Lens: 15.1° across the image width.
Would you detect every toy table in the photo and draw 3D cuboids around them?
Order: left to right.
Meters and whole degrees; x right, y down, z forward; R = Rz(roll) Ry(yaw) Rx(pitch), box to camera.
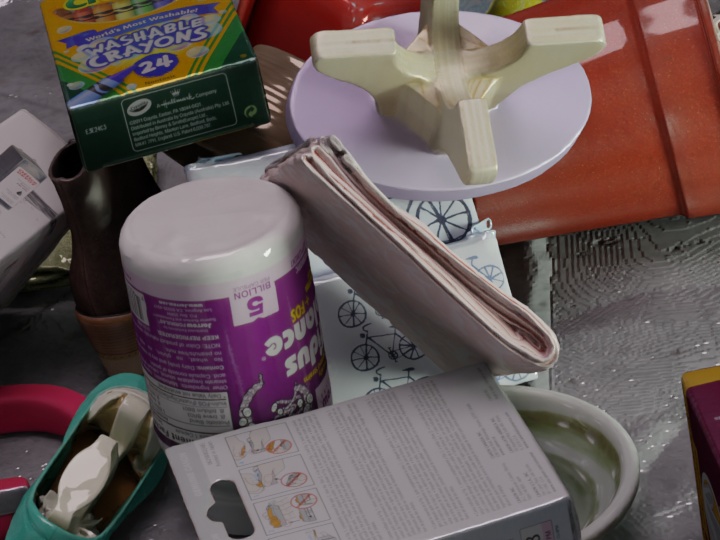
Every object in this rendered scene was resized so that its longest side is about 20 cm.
[{"bbox_3d":[0.057,-0.126,1.726,0.199,0.117,0.184,-16,73,-14],"label":"toy table"}]

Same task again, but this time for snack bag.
[{"bbox_3d":[0.000,0.000,1.751,0.188,0.201,0.021,-14,-11,-10],"label":"snack bag"}]

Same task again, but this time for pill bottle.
[{"bbox_3d":[-0.075,0.054,1.631,0.112,0.201,0.112,-7,29,4],"label":"pill bottle"}]

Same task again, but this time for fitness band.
[{"bbox_3d":[-0.259,0.126,1.731,0.199,0.038,0.144,-9,26,-1],"label":"fitness band"}]

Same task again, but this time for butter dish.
[{"bbox_3d":[0.001,-0.152,1.990,0.148,0.201,0.199,32,30,25],"label":"butter dish"}]

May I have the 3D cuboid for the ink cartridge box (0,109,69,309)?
[{"bbox_3d":[-0.274,-0.008,1.815,0.085,0.146,0.200,43,27,1],"label":"ink cartridge box"}]

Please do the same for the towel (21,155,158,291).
[{"bbox_3d":[-0.225,-0.042,2.014,0.148,0.037,0.200,-4,29,7],"label":"towel"}]

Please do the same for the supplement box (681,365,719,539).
[{"bbox_3d":[0.246,0.147,1.451,0.103,0.131,0.200,-12,28,-2],"label":"supplement box"}]

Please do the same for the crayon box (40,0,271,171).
[{"bbox_3d":[-0.142,-0.147,1.811,0.125,0.052,0.200,-16,31,-5],"label":"crayon box"}]

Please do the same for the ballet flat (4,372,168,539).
[{"bbox_3d":[-0.154,0.117,1.662,0.067,0.070,0.200,33,41,-3],"label":"ballet flat"}]

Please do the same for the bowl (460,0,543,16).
[{"bbox_3d":[0.082,-0.220,2.147,0.108,0.201,0.200,24,4,-41],"label":"bowl"}]

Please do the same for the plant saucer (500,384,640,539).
[{"bbox_3d":[0.066,0.139,1.596,0.199,0.050,0.200,-6,30,4],"label":"plant saucer"}]

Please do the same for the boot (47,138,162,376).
[{"bbox_3d":[-0.141,-0.041,1.851,0.072,0.167,0.200,1,31,23],"label":"boot"}]

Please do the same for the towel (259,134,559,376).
[{"bbox_3d":[0.023,-0.005,1.629,0.032,0.191,0.200,-49,6,-10],"label":"towel"}]

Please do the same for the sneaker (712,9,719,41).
[{"bbox_3d":[0.236,-0.158,2.048,0.200,0.078,0.082,-23,31,-24],"label":"sneaker"}]

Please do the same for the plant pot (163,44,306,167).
[{"bbox_3d":[-0.051,-0.091,1.874,0.201,0.201,0.093,23,80,44],"label":"plant pot"}]

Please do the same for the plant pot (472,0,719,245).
[{"bbox_3d":[0.157,-0.111,1.888,0.195,0.201,0.201,-14,29,6],"label":"plant pot"}]

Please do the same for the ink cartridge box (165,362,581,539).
[{"bbox_3d":[0.005,0.130,1.536,0.199,0.057,0.163,-19,30,-7],"label":"ink cartridge box"}]
